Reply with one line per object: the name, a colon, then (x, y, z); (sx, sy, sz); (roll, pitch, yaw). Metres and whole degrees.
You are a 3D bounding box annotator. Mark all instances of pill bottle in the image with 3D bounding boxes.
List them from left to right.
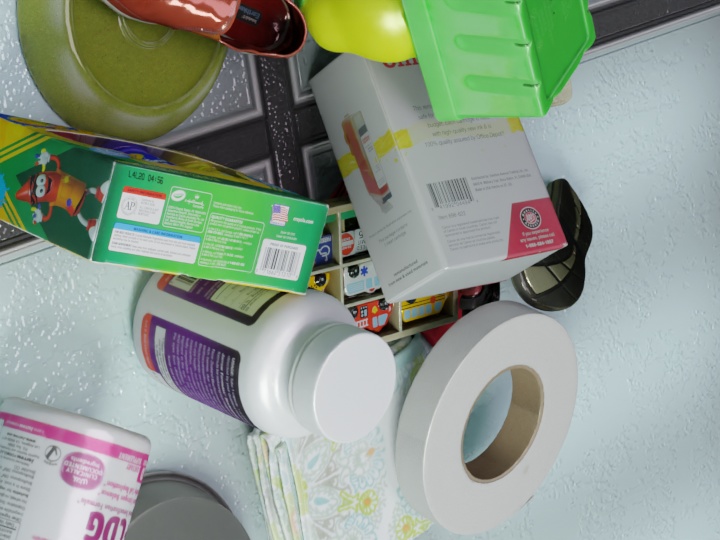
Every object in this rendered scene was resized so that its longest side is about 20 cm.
pill bottle: (-0.228, 0.201, 1.474); (0.113, 0.113, 0.202); (22, 80, -43)
pill bottle: (-0.070, 0.060, 1.541); (0.111, 0.199, 0.112); (-16, 115, -39)

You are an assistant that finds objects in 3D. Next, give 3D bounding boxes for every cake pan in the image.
cake pan: (-0.153, 0.258, 1.607); (0.199, 0.037, 0.202); (-6, 99, -43)

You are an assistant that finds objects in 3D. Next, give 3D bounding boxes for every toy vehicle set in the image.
toy vehicle set: (0.000, 0.000, 1.709); (0.199, 0.026, 0.125); (-15, 109, -39)

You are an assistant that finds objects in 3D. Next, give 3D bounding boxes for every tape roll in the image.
tape roll: (0.109, 0.126, 1.758); (0.202, 0.037, 0.204); (-25, 127, -39)

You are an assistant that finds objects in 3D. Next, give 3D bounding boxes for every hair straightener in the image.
hair straightener: (0.116, -0.022, 1.804); (0.077, 0.041, 0.202); (35, 54, -62)

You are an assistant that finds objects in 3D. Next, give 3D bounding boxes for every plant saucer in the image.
plant saucer: (-0.165, -0.194, 1.542); (0.199, 0.031, 0.202); (-7, 100, -43)

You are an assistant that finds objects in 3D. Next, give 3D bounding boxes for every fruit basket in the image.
fruit basket: (0.059, -0.217, 1.581); (0.156, 0.215, 0.216); (-55, 128, -27)

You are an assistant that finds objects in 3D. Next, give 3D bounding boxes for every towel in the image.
towel: (-0.006, 0.163, 1.733); (0.199, 0.048, 0.173); (-28, 117, -38)

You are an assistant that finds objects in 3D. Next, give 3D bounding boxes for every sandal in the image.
sandal: (0.162, -0.016, 1.833); (0.080, 0.057, 0.201); (64, 23, -14)

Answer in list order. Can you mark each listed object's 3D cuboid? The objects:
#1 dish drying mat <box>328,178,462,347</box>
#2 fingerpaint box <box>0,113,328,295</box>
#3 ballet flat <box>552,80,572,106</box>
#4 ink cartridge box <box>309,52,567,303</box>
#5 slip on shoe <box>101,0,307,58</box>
dish drying mat: (0.041, -0.014, 1.773); (0.077, 0.018, 0.200); (-56, 130, -21)
fingerpaint box: (-0.152, -0.049, 1.475); (0.199, 0.166, 0.074); (10, 98, -43)
ballet flat: (0.121, -0.188, 1.784); (0.200, 0.067, 0.063); (48, 49, -42)
ink cartridge box: (0.062, -0.089, 1.682); (0.144, 0.083, 0.201); (-10, 76, -40)
slip on shoe: (-0.116, -0.202, 1.519); (0.199, 0.061, 0.075); (19, 96, -44)
